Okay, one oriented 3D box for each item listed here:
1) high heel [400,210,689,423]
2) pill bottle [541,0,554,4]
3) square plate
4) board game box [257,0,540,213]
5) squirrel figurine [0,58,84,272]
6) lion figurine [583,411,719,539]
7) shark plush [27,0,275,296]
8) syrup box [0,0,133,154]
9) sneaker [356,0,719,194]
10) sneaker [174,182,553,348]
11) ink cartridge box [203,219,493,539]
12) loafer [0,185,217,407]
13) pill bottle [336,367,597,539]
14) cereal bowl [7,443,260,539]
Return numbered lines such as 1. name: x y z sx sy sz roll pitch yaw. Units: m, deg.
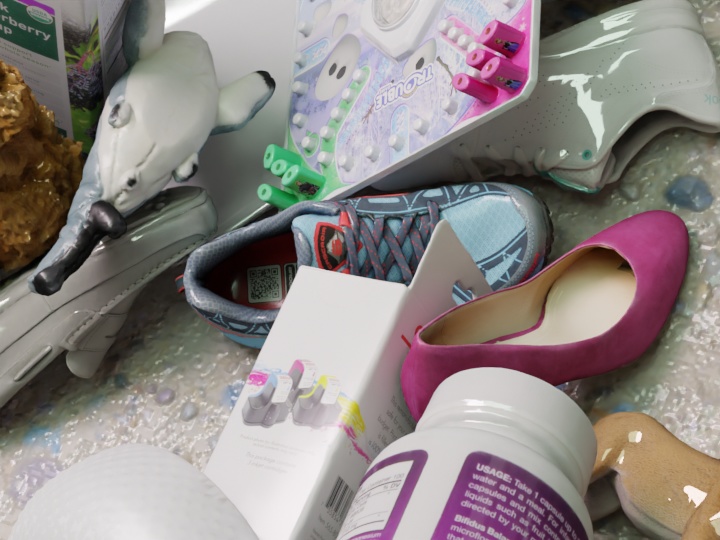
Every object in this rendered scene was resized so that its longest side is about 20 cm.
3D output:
1. high heel: 0.094 0.013 1.388 0.200 0.096 0.067 -38 52 -24
2. pill bottle: 0.167 -0.227 1.516 0.200 0.113 0.113 -20 55 8
3. square plate: -0.055 -0.115 1.585 0.200 0.028 0.198 -31 54 1
4. board game box: 0.020 -0.146 1.475 0.200 0.026 0.200 -26 50 44
5. squirrel figurine: -0.255 -0.070 1.494 0.200 0.187 0.142 -24 21 20
6. lion figurine: 0.150 0.109 1.341 0.200 0.073 0.123 31 71 36
7. shark plush: -0.116 -0.055 1.492 0.083 0.091 0.200 -36 32 48
8. syrup box: -0.163 -0.149 1.499 0.079 0.200 0.082 23 68 7
9. sneaker: 0.095 -0.072 1.479 0.200 0.075 0.089 -21 67 6
10. sneaker: 0.000 0.000 1.443 0.200 0.096 0.079 -14 79 17
11. ink cartridge box: -0.004 0.079 1.390 0.068 0.115 0.200 11 64 31
12. loafer: -0.157 0.023 1.513 0.200 0.070 0.070 -31 14 11
13. pill bottle: 0.040 0.142 1.248 0.112 0.112 0.200 5 45 23
14. cereal bowl: -0.109 0.185 1.309 0.083 0.200 0.200 -20 46 -35
